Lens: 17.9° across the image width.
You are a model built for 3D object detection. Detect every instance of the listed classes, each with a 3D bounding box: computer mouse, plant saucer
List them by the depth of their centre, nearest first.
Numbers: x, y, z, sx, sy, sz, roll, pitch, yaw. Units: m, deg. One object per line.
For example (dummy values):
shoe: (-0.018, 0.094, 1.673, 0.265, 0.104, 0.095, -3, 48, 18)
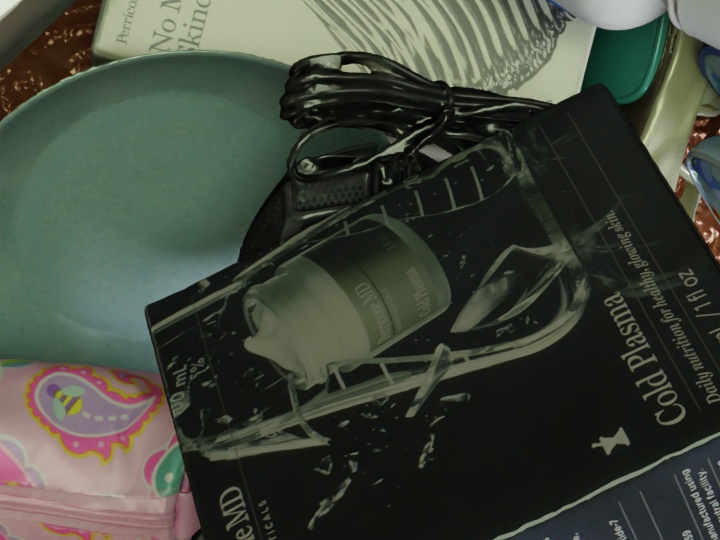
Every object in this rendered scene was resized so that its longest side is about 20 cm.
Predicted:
computer mouse: (0.000, 0.000, 0.907, 0.138, 0.053, 0.201, 11, 121, -25)
plant saucer: (-0.078, -0.013, 0.932, 0.200, 0.039, 0.202, -8, 129, -10)

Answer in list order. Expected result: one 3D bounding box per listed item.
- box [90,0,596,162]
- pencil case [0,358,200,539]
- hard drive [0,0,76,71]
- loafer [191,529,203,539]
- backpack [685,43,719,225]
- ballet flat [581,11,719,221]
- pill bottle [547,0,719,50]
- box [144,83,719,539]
box: (-0.008, -0.099, 0.952, 0.199, 0.068, 0.083, 13, 90, -7)
pencil case: (-0.161, 0.076, 0.900, 0.199, 0.087, 0.088, 4, 92, -9)
hard drive: (-0.149, -0.090, 0.870, 0.132, 0.200, 0.025, -44, 96, -3)
loafer: (-0.089, 0.193, 0.949, 0.070, 0.068, 0.201, 33, 86, 33)
backpack: (0.241, -0.030, 0.920, 0.200, 0.183, 0.147, 41, 83, -32)
ballet flat: (0.123, -0.060, 0.977, 0.069, 0.069, 0.201, 16, 93, -7)
pill bottle: (0.085, -0.163, 0.897, 0.200, 0.112, 0.113, 33, 89, 24)
box: (0.048, 0.066, 0.809, 0.196, 0.200, 0.124, -27, 127, 3)
